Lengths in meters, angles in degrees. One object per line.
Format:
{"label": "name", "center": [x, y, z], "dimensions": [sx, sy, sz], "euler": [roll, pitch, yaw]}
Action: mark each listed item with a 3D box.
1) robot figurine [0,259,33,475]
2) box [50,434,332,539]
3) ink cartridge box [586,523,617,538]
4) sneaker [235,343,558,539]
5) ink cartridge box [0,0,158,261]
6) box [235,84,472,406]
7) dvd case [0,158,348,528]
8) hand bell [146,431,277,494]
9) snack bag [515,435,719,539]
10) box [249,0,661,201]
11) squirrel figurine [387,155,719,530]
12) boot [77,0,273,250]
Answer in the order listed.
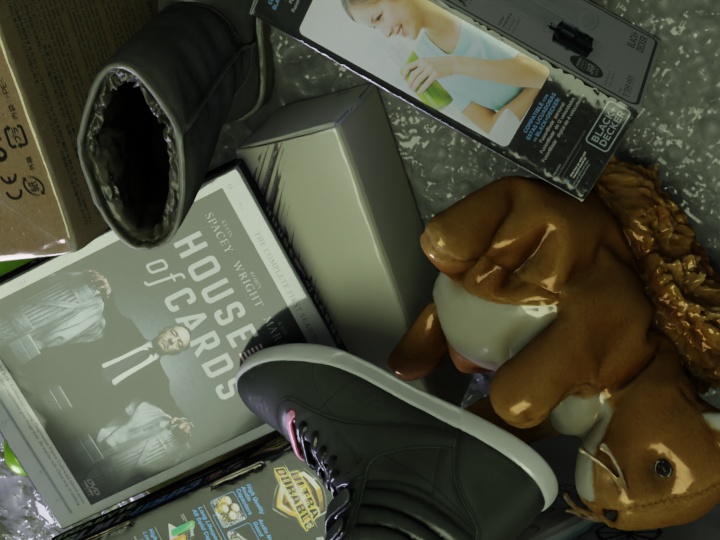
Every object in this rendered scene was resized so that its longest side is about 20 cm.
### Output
{"label": "robot figurine", "center": [-0.213, 0.035, 0.993], "dimensions": [0.199, 0.116, 0.176], "euler": [-10, 96, 18]}
{"label": "box", "center": [-0.063, 0.215, 0.948], "dimensions": [0.198, 0.050, 0.200], "euler": [-26, 98, 12]}
{"label": "ink cartridge box", "center": [0.122, 0.189, 0.870], "dimensions": [0.147, 0.200, 0.083], "euler": [24, 117, 54]}
{"label": "sneaker", "center": [-0.008, 0.106, 0.821], "dimensions": [0.200, 0.099, 0.071], "euler": [20, 143, 33]}
{"label": "ink cartridge box", "center": [-0.177, -0.127, 0.882], "dimensions": [0.075, 0.165, 0.200], "euler": [-8, 111, 25]}
{"label": "box", "center": [0.000, 0.000, 0.939], "dimensions": [0.068, 0.082, 0.200], "euler": [-12, 108, 22]}
{"label": "dvd case", "center": [-0.121, 0.045, 0.909], "dimensions": [0.200, 0.025, 0.151], "euler": [-26, 106, 10]}
{"label": "hand bell", "center": [-0.068, 0.044, 0.988], "dimensions": [0.104, 0.104, 0.200], "euler": [16, 105, 8]}
{"label": "snack bag", "center": [0.130, 0.134, 0.871], "dimensions": [0.200, 0.188, 0.021], "euler": [12, 109, 35]}
{"label": "box", "center": [0.054, -0.129, 0.847], "dimensions": [0.200, 0.117, 0.060], "euler": [29, 120, 0]}
{"label": "squirrel figurine", "center": [0.141, 0.039, 0.850], "dimensions": [0.187, 0.200, 0.142], "euler": [44, 144, 21]}
{"label": "boot", "center": [-0.102, -0.127, 0.840], "dimensions": [0.072, 0.200, 0.182], "euler": [-7, 110, 20]}
